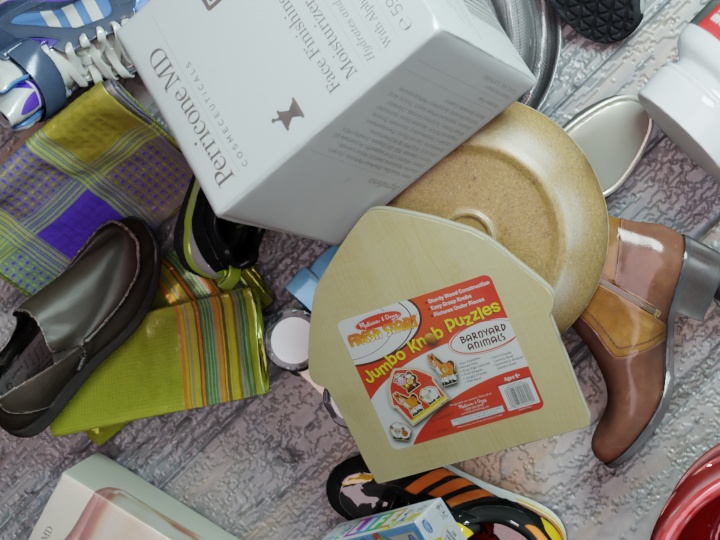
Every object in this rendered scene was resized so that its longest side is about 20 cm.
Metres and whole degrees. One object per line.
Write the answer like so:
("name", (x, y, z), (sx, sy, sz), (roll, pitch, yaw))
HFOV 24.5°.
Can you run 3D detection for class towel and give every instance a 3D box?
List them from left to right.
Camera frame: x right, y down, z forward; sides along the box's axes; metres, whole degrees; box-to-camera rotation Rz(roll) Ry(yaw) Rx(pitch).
("towel", (-0.224, -0.056, 1.327), (0.199, 0.144, 0.023), (-37, 42, 13))
("towel", (-0.167, 0.074, 1.323), (0.198, 0.018, 0.087), (-13, 76, 20))
("towel", (-0.170, 0.051, 1.365), (0.200, 0.018, 0.086), (-40, 86, 11))

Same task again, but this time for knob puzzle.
("knob puzzle", (0.051, 0.042, 1.201), (0.218, 0.030, 0.222), (6, 114, 15))

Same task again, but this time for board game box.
("board game box", (0.064, 0.277, 1.282), (0.134, 0.034, 0.201), (-23, 100, 50))

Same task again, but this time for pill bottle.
("pill bottle", (0.305, -0.167, 1.211), (0.114, 0.114, 0.200), (45, 94, 5))

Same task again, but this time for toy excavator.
("toy excavator", (0.000, 0.000, 1.310), (0.194, 0.100, 0.200), (43, 86, 6))

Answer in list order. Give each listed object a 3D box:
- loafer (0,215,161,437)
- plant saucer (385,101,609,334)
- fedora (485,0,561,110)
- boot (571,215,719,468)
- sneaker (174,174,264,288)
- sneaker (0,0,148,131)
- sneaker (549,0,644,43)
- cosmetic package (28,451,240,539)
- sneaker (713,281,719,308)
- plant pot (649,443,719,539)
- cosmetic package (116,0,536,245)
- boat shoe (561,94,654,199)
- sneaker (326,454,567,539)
("loafer", (-0.230, 0.042, 1.305), (0.073, 0.071, 0.201), (33, 89, 29))
("plant saucer", (0.081, -0.026, 1.214), (0.198, 0.035, 0.202), (3, 102, 13))
("fedora", (0.068, -0.189, 1.259), (0.175, 0.090, 0.202), (-3, 87, 0))
("boot", (0.148, 0.034, 1.247), (0.198, 0.069, 0.190), (21, 108, -4))
("sneaker", (-0.085, -0.085, 1.289), (0.071, 0.083, 0.202), (13, 85, -35))
("sneaker", (-0.223, -0.157, 1.300), (0.198, 0.147, 0.081), (2, 137, 17))
("sneaker", (0.163, -0.271, 1.262), (0.071, 0.083, 0.201), (-17, 116, 39))
("cosmetic package", (-0.167, 0.247, 1.350), (0.199, 0.087, 0.104), (29, 99, 8))
("sneaker", (0.325, -0.059, 1.253), (0.095, 0.079, 0.200), (44, 97, 21))
("plant pot", (0.305, 0.220, 1.210), (0.198, 0.182, 0.202), (1, 93, 10))
("cosmetic package", (-0.023, -0.147, 1.142), (0.200, 0.165, 0.166), (-39, 68, 19))
("boat shoe", (0.148, -0.058, 1.290), (0.067, 0.057, 0.200), (38, 96, -11))
("sneaker", (0.064, 0.193, 1.301), (0.198, 0.090, 0.071), (17, 97, 9))
